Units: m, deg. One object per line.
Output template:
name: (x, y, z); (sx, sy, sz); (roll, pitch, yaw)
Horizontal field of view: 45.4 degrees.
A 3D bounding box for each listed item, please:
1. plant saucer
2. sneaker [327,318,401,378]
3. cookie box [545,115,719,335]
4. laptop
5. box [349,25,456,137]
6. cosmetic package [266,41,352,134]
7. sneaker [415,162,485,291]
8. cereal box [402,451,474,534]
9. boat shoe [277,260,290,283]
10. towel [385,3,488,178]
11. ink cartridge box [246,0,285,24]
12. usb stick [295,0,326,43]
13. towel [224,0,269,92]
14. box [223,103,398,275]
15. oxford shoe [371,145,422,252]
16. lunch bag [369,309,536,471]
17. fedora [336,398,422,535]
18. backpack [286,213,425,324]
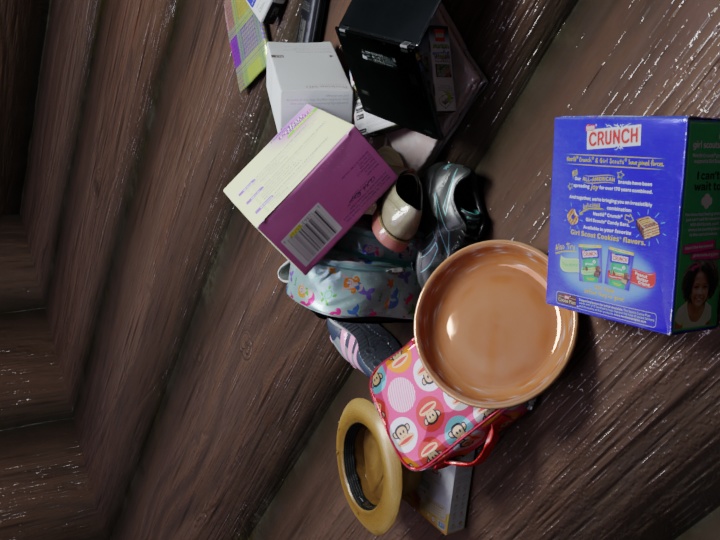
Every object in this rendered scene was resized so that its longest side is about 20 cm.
plant saucer: (0.161, 0.065, 1.020); (0.197, 0.037, 0.203); (-7, 72, 21)
sneaker: (0.012, 0.130, 1.335); (0.200, 0.069, 0.083); (49, 150, 46)
cookie box: (0.276, -0.053, 0.869); (0.170, 0.074, 0.203); (16, 108, 56)
laptop: (0.065, -0.300, 1.105); (0.187, 0.115, 0.202); (34, 152, 52)
box: (0.053, -0.252, 1.175); (0.199, 0.034, 0.112); (-3, 93, 59)
cosmetic package: (-0.082, -0.277, 1.314); (0.201, 0.111, 0.082); (-112, 22, -54)
sneaker: (0.119, -0.040, 1.121); (0.079, 0.075, 0.203); (4, 98, 55)
cereal box: (0.102, 0.247, 1.217); (0.143, 0.039, 0.203); (26, 116, 54)
boat shoe: (-0.074, -0.006, 1.436); (0.199, 0.066, 0.075); (-31, 69, 55)
towel: (0.083, -0.258, 1.187); (0.201, 0.032, 0.193); (-56, 49, 45)
ink cartridge box: (-0.192, -0.545, 1.551); (0.201, 0.037, 0.095); (56, 130, 26)
usb stick: (-0.090, -0.379, 1.444); (0.056, 0.032, 0.203); (49, 134, 52)
towel: (-0.213, -0.460, 1.637); (0.143, 0.023, 0.203); (-25, 74, 55)
box: (-0.072, -0.115, 1.152); (0.176, 0.097, 0.200); (-46, 28, -2)
oxford shoe: (0.054, -0.112, 1.146); (0.075, 0.070, 0.202); (-51, 30, 33)
lunch bag: (0.118, 0.160, 1.089); (0.199, 0.081, 0.178); (-40, 59, 24)
fedora: (0.034, 0.271, 1.217); (0.200, 0.081, 0.204); (26, 119, 60)
backpack: (0.000, 0.000, 1.198); (0.177, 0.198, 0.153); (26, 116, 54)
